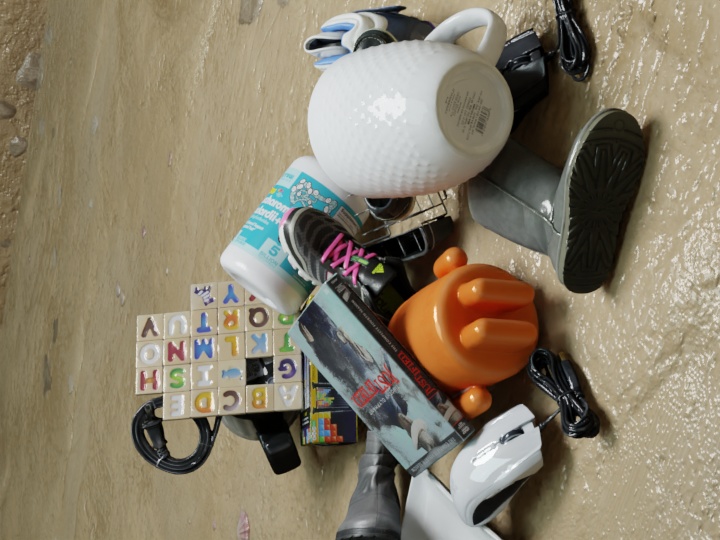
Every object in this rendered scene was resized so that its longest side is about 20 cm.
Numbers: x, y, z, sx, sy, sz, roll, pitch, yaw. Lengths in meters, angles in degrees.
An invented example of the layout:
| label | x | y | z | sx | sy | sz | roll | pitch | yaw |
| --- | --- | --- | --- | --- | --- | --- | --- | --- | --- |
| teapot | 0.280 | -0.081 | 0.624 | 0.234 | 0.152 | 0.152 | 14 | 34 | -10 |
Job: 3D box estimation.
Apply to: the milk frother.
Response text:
| label | x | y | z | sx | sy | sz | roll | pitch | yaw |
| --- | --- | --- | --- | --- | --- | --- | --- | --- | --- |
| milk frother | -0.173 | 0.169 | 1.788 | 0.188 | 0.199 | 0.181 | 85 | 179 | -71 |

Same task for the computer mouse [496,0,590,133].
| label | x | y | z | sx | sy | sz | roll | pitch | yaw |
| --- | --- | --- | --- | --- | --- | --- | --- | --- | --- |
| computer mouse | 0.145 | -0.216 | 1.401 | 0.200 | 0.046 | 0.141 | 144 | 123 | -59 |

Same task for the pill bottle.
| label | x | y | z | sx | sy | sz | roll | pitch | yaw |
| --- | --- | --- | --- | --- | --- | --- | --- | --- | --- |
| pill bottle | -0.064 | -0.055 | 1.683 | 0.200 | 0.111 | 0.111 | -53 | 24 | -10 |

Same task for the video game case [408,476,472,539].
| label | x | y | z | sx | sy | sz | roll | pitch | yaw |
| --- | --- | --- | --- | --- | --- | --- | --- | --- | --- |
| video game case | 0.078 | 0.335 | 1.530 | 0.143 | 0.018 | 0.201 | 29 | 114 | 61 |

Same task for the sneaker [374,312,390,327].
| label | x | y | z | sx | sy | sz | roll | pitch | yaw |
| --- | --- | --- | --- | --- | --- | --- | --- | --- | --- |
| sneaker | 0.012 | 0.107 | 1.551 | 0.200 | 0.104 | 0.060 | 105 | 152 | -52 |

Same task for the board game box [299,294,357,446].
| label | x | y | z | sx | sy | sz | roll | pitch | yaw |
| --- | --- | --- | --- | --- | --- | --- | --- | --- | --- |
| board game box | -0.039 | 0.121 | 1.684 | 0.200 | 0.056 | 0.166 | 130 | 140 | -81 |

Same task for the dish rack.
| label | x | y | z | sx | sy | sz | roll | pitch | yaw |
| --- | --- | --- | --- | --- | --- | --- | --- | --- | --- |
| dish rack | 0.022 | -0.108 | 1.574 | 0.153 | 0.054 | 0.201 | -19 | 95 | 62 |

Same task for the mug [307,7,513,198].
| label | x | y | z | sx | sy | sz | roll | pitch | yaw |
| --- | --- | --- | --- | --- | --- | --- | --- | --- | --- |
| mug | 0.068 | -0.166 | 1.367 | 0.175 | 0.148 | 0.200 | 1 | 56 | 58 |

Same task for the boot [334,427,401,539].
| label | x | y | z | sx | sy | sz | roll | pitch | yaw |
| --- | --- | --- | --- | --- | --- | --- | --- | --- | --- |
| boot | 0.015 | 0.226 | 1.531 | 0.200 | 0.070 | 0.132 | 118 | 161 | -81 |

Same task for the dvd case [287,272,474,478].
| label | x | y | z | sx | sy | sz | roll | pitch | yaw |
| --- | --- | --- | --- | --- | --- | --- | --- | --- | --- |
| dvd case | 0.016 | 0.107 | 1.426 | 0.200 | 0.022 | 0.146 | 48 | 152 | 4 |

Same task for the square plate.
| label | x | y | z | sx | sy | sz | roll | pitch | yaw |
| --- | --- | --- | --- | --- | --- | --- | --- | --- | --- |
| square plate | 0.089 | 0.322 | 1.455 | 0.198 | 0.028 | 0.201 | 36 | 120 | 59 |

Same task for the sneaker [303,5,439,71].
| label | x | y | z | sx | sy | sz | roll | pitch | yaw |
| --- | --- | --- | --- | --- | --- | --- | --- | --- | --- |
| sneaker | -0.004 | -0.251 | 1.601 | 0.200 | 0.146 | 0.081 | 16 | 102 | 64 |

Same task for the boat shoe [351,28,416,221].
| label | x | y | z | sx | sy | sz | roll | pitch | yaw |
| --- | --- | --- | --- | --- | --- | --- | --- | --- | --- |
| boat shoe | 0.016 | -0.149 | 1.473 | 0.066 | 0.074 | 0.200 | -10 | -80 | -70 |

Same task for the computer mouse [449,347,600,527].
| label | x | y | z | sx | sy | sz | roll | pitch | yaw |
| --- | --- | --- | --- | --- | --- | --- | --- | --- | --- |
| computer mouse | 0.137 | 0.165 | 1.343 | 0.200 | 0.044 | 0.110 | -52 | 40 | 30 |

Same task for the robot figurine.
| label | x | y | z | sx | sy | sz | roll | pitch | yaw |
| --- | --- | --- | --- | --- | --- | --- | --- | --- | --- |
| robot figurine | 0.096 | 0.061 | 1.403 | 0.144 | 0.117 | 0.200 | 53 | 151 | -1 |

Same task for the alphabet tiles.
| label | x | y | z | sx | sy | sz | roll | pitch | yaw |
| --- | --- | --- | --- | --- | --- | --- | --- | --- | --- |
| alphabet tiles | -0.168 | 0.091 | 1.708 | 0.008 | 0.199 | 0.168 | 70 | -164 | -67 |

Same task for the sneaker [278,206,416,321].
| label | x | y | z | sx | sy | sz | roll | pitch | yaw |
| --- | --- | --- | --- | --- | --- | --- | --- | --- | --- |
| sneaker | 0.000 | 0.000 | 1.558 | 0.074 | 0.200 | 0.087 | -50 | 13 | -28 |

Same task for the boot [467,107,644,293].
| label | x | y | z | sx | sy | sz | roll | pitch | yaw |
| --- | --- | --- | --- | --- | --- | --- | --- | --- | --- |
| boot | 0.172 | -0.089 | 1.326 | 0.200 | 0.072 | 0.182 | -122 | 44 | -60 |
